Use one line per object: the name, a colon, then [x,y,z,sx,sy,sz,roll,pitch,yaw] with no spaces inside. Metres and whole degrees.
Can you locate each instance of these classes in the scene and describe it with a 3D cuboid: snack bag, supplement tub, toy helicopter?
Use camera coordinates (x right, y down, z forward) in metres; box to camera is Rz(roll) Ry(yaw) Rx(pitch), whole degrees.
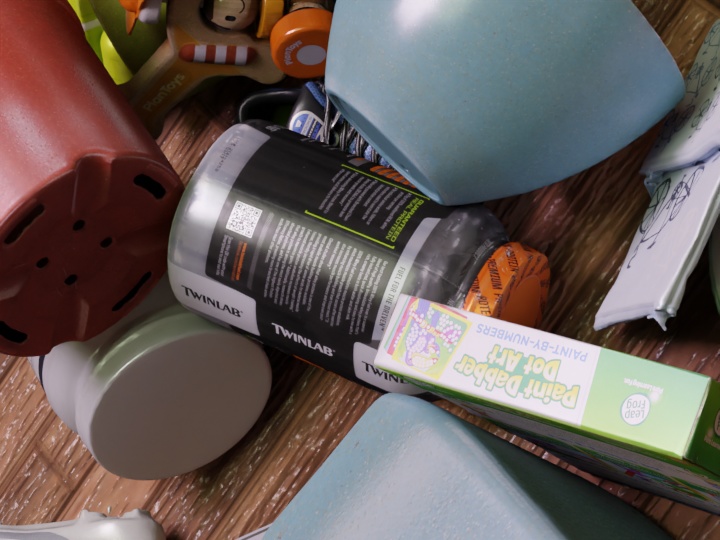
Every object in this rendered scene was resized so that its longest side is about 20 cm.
snack bag: [0.175,-0.060,1.264,0.189,0.021,0.201,147,148,-83]
supplement tub: [-0.151,0.020,1.517,0.140,0.140,0.200,-47,48,15]
supplement tub: [0.000,0.000,1.376,0.199,0.122,0.123,23,87,21]
toy helicopter: [-0.107,-0.138,1.458,0.200,0.132,0.079,-40,44,37]

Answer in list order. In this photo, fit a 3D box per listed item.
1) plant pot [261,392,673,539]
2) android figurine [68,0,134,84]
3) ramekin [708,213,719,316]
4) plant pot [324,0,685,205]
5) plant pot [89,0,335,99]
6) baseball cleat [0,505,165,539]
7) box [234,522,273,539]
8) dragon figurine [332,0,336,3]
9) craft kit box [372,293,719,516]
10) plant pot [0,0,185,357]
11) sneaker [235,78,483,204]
plant pot: [0.055,0.179,1.238,0.196,0.196,0.200,-51,43,12]
android figurine: [-0.189,-0.187,1.619,0.041,0.201,0.182,-20,49,-15]
ramekin: [0.270,-0.011,1.189,0.199,0.098,0.201,-17,62,35]
plant pot: [0.059,-0.115,1.308,0.135,0.200,0.200,-47,46,-3]
plant pot: [-0.059,-0.227,1.537,0.199,0.187,0.188,-17,60,18]
baseball cleat: [-0.208,0.208,1.538,0.199,0.070,0.107,-15,68,40]
box: [-0.024,0.243,1.366,0.116,0.060,0.201,-28,55,30]
dragon figurine: [0.075,-0.199,1.441,0.200,0.099,0.059,-36,52,24]
craft kit box: [0.140,0.080,1.197,0.199,0.197,0.049,15,83,43]
plant pot: [-0.212,-0.066,1.403,0.201,0.200,0.195,-50,57,13]
sneaker: [-0.004,-0.067,1.461,0.199,0.089,0.079,17,85,43]
